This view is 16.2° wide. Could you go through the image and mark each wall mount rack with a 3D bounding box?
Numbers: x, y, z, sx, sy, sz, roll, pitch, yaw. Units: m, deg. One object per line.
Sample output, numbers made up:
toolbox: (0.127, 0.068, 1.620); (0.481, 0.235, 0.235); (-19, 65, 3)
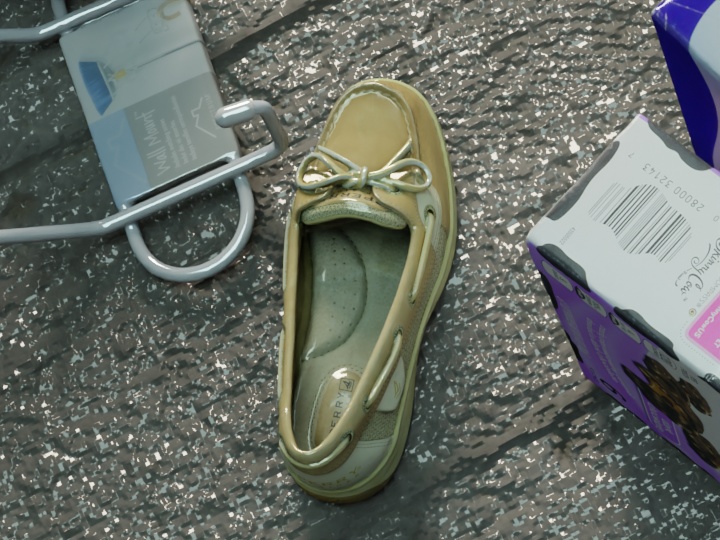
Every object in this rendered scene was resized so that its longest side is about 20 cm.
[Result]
wall mount rack: (-0.134, -0.082, 1.190); (0.173, 0.075, 0.200); (-23, 65, 5)

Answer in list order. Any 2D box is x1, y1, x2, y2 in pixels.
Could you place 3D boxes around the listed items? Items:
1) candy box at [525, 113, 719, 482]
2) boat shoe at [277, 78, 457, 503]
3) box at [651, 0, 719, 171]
candy box: (0.173, 0.049, 1.014); (0.200, 0.168, 0.072); (39, 82, 24)
boat shoe: (-0.003, 0.001, 1.132); (0.073, 0.063, 0.201); (6, 71, 15)
box: (0.230, -0.038, 1.027); (0.105, 0.184, 0.200); (-40, 65, -3)
